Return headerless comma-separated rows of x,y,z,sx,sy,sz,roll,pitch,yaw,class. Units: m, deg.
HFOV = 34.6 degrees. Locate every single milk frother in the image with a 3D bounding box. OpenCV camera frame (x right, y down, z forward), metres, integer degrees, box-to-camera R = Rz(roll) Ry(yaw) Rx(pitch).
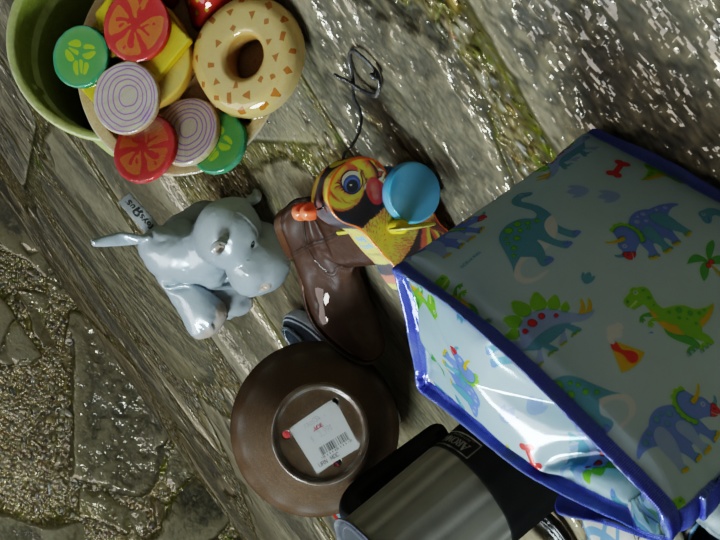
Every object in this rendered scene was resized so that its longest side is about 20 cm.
0.095,0.244,1.024,0.202,0.187,0.180,57,160,-5,milk frother

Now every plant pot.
-0.042,0.160,1.153,0.188,0.186,0.200,55,173,2,plant pot
-0.222,-0.193,1.124,0.201,0.199,0.184,52,171,8,plant pot

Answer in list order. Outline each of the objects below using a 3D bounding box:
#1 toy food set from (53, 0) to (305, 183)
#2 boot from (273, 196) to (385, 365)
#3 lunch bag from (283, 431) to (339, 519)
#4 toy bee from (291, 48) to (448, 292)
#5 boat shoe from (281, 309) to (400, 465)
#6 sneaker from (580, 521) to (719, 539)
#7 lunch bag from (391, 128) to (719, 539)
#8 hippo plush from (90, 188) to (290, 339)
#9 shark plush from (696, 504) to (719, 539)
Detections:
-0.156,-0.174,0.979,0.200,0.198,0.049,44,-172,10,toy food set
0.000,0.000,1.070,0.188,0.064,0.199,56,155,-6,boot
-0.045,0.240,1.502,0.200,0.081,0.177,42,160,37,lunch bag
0.002,-0.049,0.913,0.201,0.108,0.131,54,161,7,toy bee
-0.049,0.129,1.318,0.200,0.090,0.071,43,156,32,boat shoe
0.232,0.203,0.847,0.200,0.071,0.074,-156,71,-66,sneaker
0.145,0.037,0.628,0.199,0.169,0.129,33,150,42,lunch bag
-0.156,-0.038,1.299,0.160,0.160,0.200,-24,118,39,hippo plush
0.283,0.184,0.659,0.201,0.083,0.091,51,159,15,shark plush
